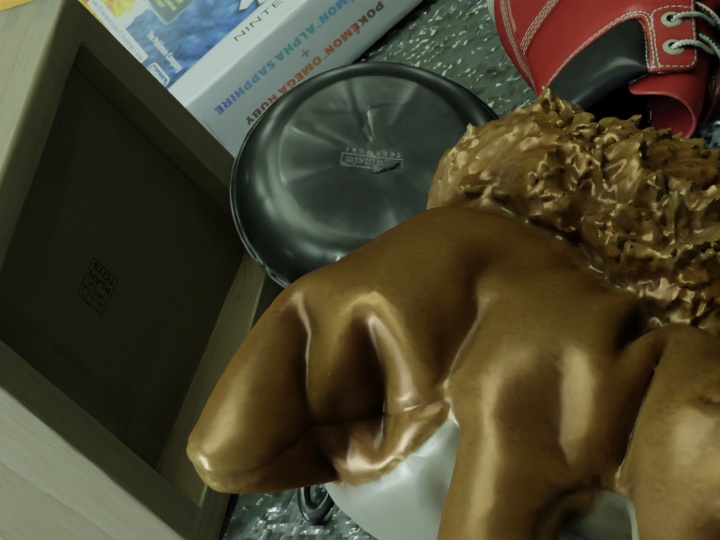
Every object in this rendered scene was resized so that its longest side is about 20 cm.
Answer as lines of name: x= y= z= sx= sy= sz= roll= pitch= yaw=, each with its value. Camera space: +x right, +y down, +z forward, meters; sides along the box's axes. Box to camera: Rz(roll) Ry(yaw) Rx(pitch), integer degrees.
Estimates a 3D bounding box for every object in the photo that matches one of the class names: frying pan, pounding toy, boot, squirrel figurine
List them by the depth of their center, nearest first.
squirrel figurine: x=0.086 y=0.032 z=0.768 sx=0.186 sy=0.142 sz=0.200 roll=6 pitch=57 yaw=42
boot: x=0.141 y=-0.122 z=0.957 sx=0.200 sy=0.072 sz=0.145 roll=-40 pitch=31 yaw=17
frying pan: x=-0.014 y=-0.009 z=0.967 sx=0.115 sy=0.031 sz=0.190 roll=27 pitch=63 yaw=17
pounding toy: x=-0.125 y=0.004 z=1.000 sx=0.142 sy=0.184 sz=0.201 roll=-12 pitch=49 yaw=34

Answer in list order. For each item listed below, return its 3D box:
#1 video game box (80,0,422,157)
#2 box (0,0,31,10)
video game box: x=-0.039 y=-0.150 z=1.202 sx=0.182 sy=0.047 sz=0.200 roll=-39 pitch=31 yaw=-2
box: x=-0.171 y=-0.171 z=1.333 sx=0.200 sy=0.042 sz=0.119 roll=-33 pitch=17 yaw=21
